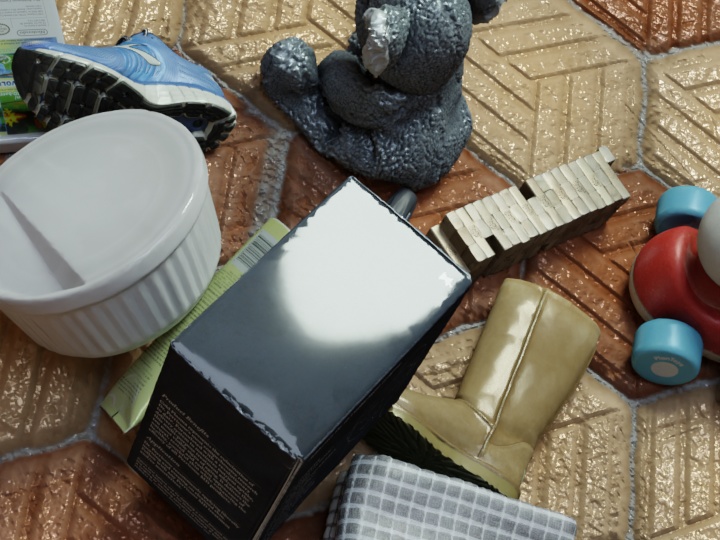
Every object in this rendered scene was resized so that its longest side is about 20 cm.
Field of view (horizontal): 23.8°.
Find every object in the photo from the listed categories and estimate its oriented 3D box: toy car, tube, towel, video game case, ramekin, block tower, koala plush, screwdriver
[{"bbox_3d":[0.346,-0.005,1.480,0.176,0.200,0.185,21,57,-7],"label":"toy car"},{"bbox_3d":[-0.121,0.045,1.323,0.052,0.058,0.200,43,80,17],"label":"tube"},{"bbox_3d":[0.065,0.244,1.308,0.199,0.086,0.166,18,58,-9],"label":"towel"},{"bbox_3d":[-0.346,-0.178,1.442,0.199,0.022,0.183,-6,64,-23],"label":"video game case"},{"bbox_3d":[-0.200,-0.022,1.317,0.201,0.094,0.203,-12,45,12],"label":"ramekin"},{"bbox_3d":[0.151,-0.046,1.523,0.199,0.054,0.058,-25,73,-29],"label":"block tower"},{"bbox_3d":[0.040,-0.187,1.476,0.177,0.200,0.184,-28,73,-31],"label":"koala plush"},{"bbox_3d":[0.000,0.000,1.454,0.028,0.029,0.200,32,51,0],"label":"screwdriver"}]

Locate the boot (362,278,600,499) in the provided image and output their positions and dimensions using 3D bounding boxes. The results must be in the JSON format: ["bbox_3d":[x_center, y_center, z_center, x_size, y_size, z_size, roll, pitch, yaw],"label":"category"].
[{"bbox_3d":[0.094,0.085,1.426,0.175,0.066,0.200,35,55,-9],"label":"boot"}]

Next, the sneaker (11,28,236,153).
[{"bbox_3d":[-0.205,-0.159,1.446,0.199,0.079,0.089,12,40,-35],"label":"sneaker"}]

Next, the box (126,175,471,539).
[{"bbox_3d":[-0.047,0.074,1.219,0.124,0.197,0.200,41,57,7],"label":"box"}]
